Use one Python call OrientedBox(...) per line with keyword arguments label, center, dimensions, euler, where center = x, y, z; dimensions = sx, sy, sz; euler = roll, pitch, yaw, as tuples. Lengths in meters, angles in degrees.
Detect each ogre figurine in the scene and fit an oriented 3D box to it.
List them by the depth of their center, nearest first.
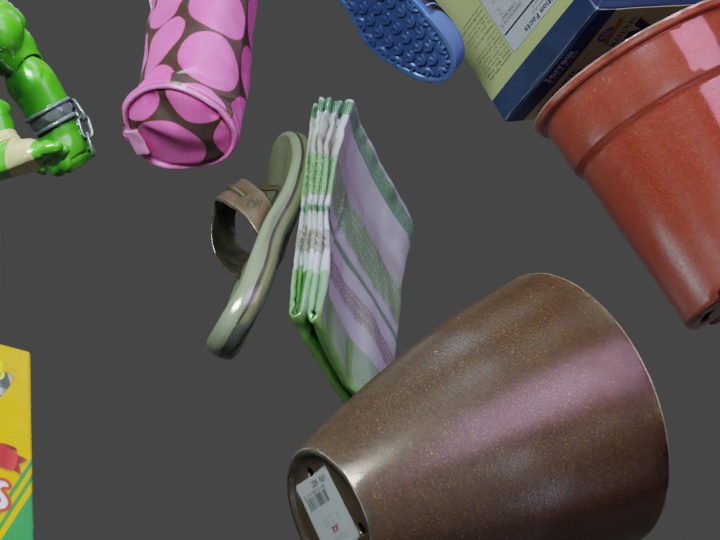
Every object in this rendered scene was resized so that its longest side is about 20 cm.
OrientedBox(label="ogre figurine", center=(-0.264, -0.114, 1.623), dimensions=(0.199, 0.098, 0.121), euler=(-12, 79, -27))

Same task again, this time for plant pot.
OrientedBox(label="plant pot", center=(0.059, 0.121, 1.610), dimensions=(0.199, 0.187, 0.188), euler=(-20, 67, -30))
OrientedBox(label="plant pot", center=(0.264, -0.074, 1.932), dimensions=(0.200, 0.201, 0.196), euler=(-15, 72, -45))

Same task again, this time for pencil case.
OrientedBox(label="pencil case", center=(-0.120, -0.160, 1.780), dimensions=(0.201, 0.093, 0.091), euler=(-85, 161, -45))

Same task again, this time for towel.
OrientedBox(label="towel", center=(0.000, 0.000, 1.705), dimensions=(0.150, 0.030, 0.201), euler=(58, 27, -42))

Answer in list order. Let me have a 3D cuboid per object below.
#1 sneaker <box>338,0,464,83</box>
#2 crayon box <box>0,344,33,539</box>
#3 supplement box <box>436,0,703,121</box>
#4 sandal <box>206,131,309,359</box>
OrientedBox(label="sneaker", center=(0.012, -0.230, 1.958), dimensions=(0.200, 0.070, 0.078), euler=(43, 46, 4))
OrientedBox(label="crayon box", center=(-0.254, 0.098, 1.463), dimensions=(0.126, 0.051, 0.201), euler=(16, 45, -26))
OrientedBox(label="supplement box", center=(0.168, -0.243, 2.040), dimensions=(0.199, 0.134, 0.201), euler=(-8, 59, -42))
OrientedBox(label="sandal", center=(-0.075, -0.027, 1.702), dimensions=(0.057, 0.080, 0.202), euler=(21, 42, -1))
